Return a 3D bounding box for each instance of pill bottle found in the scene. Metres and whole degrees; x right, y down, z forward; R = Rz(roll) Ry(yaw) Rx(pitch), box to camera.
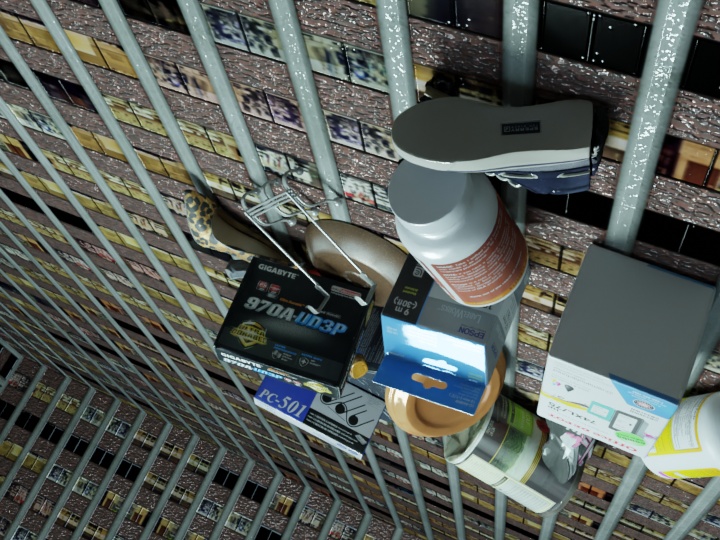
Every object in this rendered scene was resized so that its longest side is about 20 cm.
[{"bbox_3d":[0.456,0.214,1.176,0.103,0.106,0.200,31,158,-10],"label":"pill bottle"},{"bbox_3d":[0.104,-0.046,0.963,0.110,0.114,0.200,13,164,30],"label":"pill bottle"}]

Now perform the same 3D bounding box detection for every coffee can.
[{"bbox_3d":[0.262,0.308,1.545,0.198,0.148,0.146,31,158,-9],"label":"coffee can"}]

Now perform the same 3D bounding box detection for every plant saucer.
[{"bbox_3d":[0.000,0.000,1.322,0.197,0.037,0.201,24,157,11],"label":"plant saucer"},{"bbox_3d":[0.134,0.179,1.369,0.200,0.199,0.038,45,-171,-38],"label":"plant saucer"}]

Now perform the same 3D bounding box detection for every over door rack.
[{"bbox_3d":[-0.066,-0.043,1.236,0.202,0.066,0.147,56,150,-12],"label":"over door rack"}]

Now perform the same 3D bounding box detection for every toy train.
[{"bbox_3d":[0.062,-0.135,0.940,0.034,0.046,0.201,25,158,2],"label":"toy train"}]

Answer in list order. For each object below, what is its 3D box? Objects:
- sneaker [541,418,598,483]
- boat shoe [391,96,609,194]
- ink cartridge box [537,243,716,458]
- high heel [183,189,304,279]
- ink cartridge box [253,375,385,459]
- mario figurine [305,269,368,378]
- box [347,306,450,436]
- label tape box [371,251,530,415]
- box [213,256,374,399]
[{"bbox_3d":[0.341,0.241,1.421,0.080,0.085,0.202,46,150,32],"label":"sneaker"},{"bbox_3d":[0.131,-0.108,0.850,0.196,0.076,0.093,4,156,15],"label":"boat shoe"},{"bbox_3d":[0.299,0.099,1.046,0.144,0.148,0.201,20,157,17],"label":"ink cartridge box"},{"bbox_3d":[-0.176,-0.059,1.379,0.140,0.072,0.201,-4,139,25],"label":"high heel"},{"bbox_3d":[-0.066,0.216,1.467,0.197,0.095,0.044,26,158,7],"label":"ink cartridge box"},{"bbox_3d":[-0.057,0.089,1.409,0.122,0.202,0.106,17,129,-44],"label":"mario figurine"},{"bbox_3d":[0.051,0.159,1.490,0.194,0.125,0.200,4,147,43],"label":"box"},{"bbox_3d":[0.106,0.055,1.099,0.141,0.202,0.066,14,154,27],"label":"label tape box"},{"bbox_3d":[-0.095,0.081,1.323,0.196,0.161,0.046,17,153,12],"label":"box"}]
